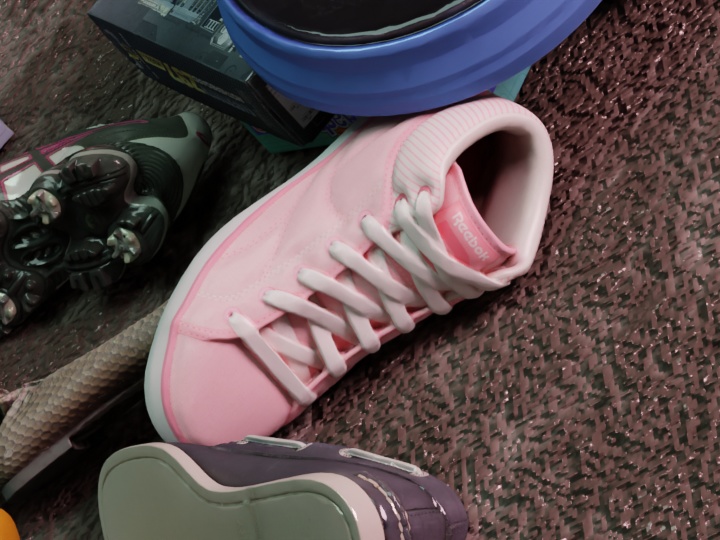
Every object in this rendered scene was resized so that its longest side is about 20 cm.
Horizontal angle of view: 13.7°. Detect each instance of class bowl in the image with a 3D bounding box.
[{"bbox_3d":[0.024,-0.158,1.251,0.200,0.039,0.201,-15,52,20],"label":"bowl"}]

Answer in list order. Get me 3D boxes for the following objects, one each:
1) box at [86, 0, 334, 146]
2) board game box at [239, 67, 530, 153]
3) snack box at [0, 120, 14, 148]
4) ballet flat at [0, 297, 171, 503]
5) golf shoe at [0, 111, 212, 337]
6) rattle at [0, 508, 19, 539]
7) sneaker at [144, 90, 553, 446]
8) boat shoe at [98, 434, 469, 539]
[{"bbox_3d":[-0.014,-0.160,1.358,0.200,0.051,0.158,-50,35,-10],"label":"box"},{"bbox_3d":[0.038,-0.150,1.381,0.152,0.045,0.200,-6,47,45],"label":"board game box"},{"bbox_3d":[-0.301,-0.049,1.629,0.169,0.068,0.200,-51,34,-13],"label":"snack box"},{"bbox_3d":[-0.091,0.026,1.299,0.200,0.046,0.067,-39,-11,13],"label":"ballet flat"},{"bbox_3d":[-0.154,-0.023,1.443,0.200,0.077,0.088,-13,22,37],"label":"golf shoe"},{"bbox_3d":[-0.210,0.149,1.177,0.199,0.143,0.131,10,79,21],"label":"rattle"},{"bbox_3d":[0.000,0.000,1.214,0.200,0.075,0.105,-47,26,-14],"label":"sneaker"},{"bbox_3d":[-0.034,0.100,1.173,0.063,0.073,0.200,-10,5,-35],"label":"boat shoe"}]
